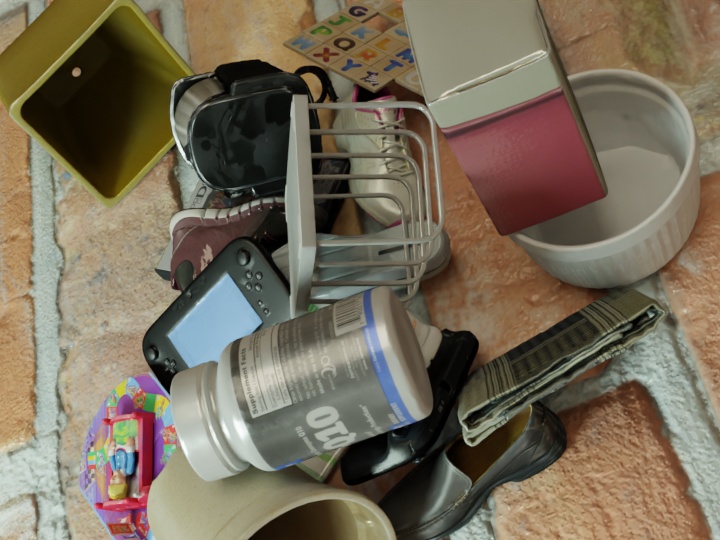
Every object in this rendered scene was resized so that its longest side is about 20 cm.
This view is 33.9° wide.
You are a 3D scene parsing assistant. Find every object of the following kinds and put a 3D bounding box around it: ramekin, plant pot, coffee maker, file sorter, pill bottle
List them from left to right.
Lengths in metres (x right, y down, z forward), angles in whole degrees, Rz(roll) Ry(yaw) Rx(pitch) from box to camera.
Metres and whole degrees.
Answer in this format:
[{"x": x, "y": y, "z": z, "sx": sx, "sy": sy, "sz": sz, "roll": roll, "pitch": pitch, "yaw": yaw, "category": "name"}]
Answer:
[{"x": -0.344, "y": -0.239, "z": 1.478, "sx": 0.196, "sy": 0.194, "sz": 0.200, "roll": -47, "pitch": 45, "yaw": -6, "category": "plant pot"}, {"x": -0.097, "y": 0.240, "z": 1.051, "sx": 0.201, "sy": 0.201, "sz": 0.183, "roll": -48, "pitch": 40, "yaw": -7, "category": "plant pot"}, {"x": -0.104, "y": -0.166, "z": 1.253, "sx": 0.191, "sy": 0.135, "sz": 0.200, "roll": -37, "pitch": 21, "yaw": -4, "category": "coffee maker"}, {"x": -0.049, "y": 0.098, "z": 0.975, "sx": 0.197, "sy": 0.114, "sz": 0.115, "roll": -21, "pitch": 53, "yaw": 10, "category": "pill bottle"}, {"x": -0.003, "y": -0.048, "z": 1.067, "sx": 0.122, "sy": 0.200, "sz": 0.141, "roll": -1, "pitch": 69, "yaw": -6, "category": "file sorter"}, {"x": 0.226, "y": -0.079, "z": 1.117, "sx": 0.197, "sy": 0.105, "sz": 0.203, "roll": -14, "pitch": 55, "yaw": 20, "category": "ramekin"}]

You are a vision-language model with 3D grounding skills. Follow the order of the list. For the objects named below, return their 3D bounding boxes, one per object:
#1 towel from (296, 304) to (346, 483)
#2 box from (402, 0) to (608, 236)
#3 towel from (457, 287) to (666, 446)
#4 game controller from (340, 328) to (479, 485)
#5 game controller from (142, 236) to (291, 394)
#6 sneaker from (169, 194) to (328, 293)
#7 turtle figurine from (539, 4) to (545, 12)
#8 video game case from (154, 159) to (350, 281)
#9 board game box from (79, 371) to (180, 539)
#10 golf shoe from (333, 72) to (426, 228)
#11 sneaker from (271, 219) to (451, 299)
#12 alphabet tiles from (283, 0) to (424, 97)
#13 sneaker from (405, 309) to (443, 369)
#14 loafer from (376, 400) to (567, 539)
[{"x": -0.051, "y": 0.116, "z": 1.197, "sx": 0.151, "sy": 0.023, "sz": 0.201, "roll": 25, "pitch": 75, "yaw": 36, "category": "towel"}, {"x": 0.127, "y": -0.146, "z": 1.014, "sx": 0.108, "sy": 0.200, "sz": 0.129, "roll": -21, "pitch": 52, "yaw": 14, "category": "box"}, {"x": 0.167, "y": 0.079, "z": 1.017, "sx": 0.191, "sy": 0.200, "sz": 0.035, "roll": -31, "pitch": 90, "yaw": 6, "category": "towel"}, {"x": 0.046, "y": 0.121, "z": 1.067, "sx": 0.104, "sy": 0.042, "sz": 0.200, "roll": -38, "pitch": 8, "yaw": 32, "category": "game controller"}, {"x": -0.145, "y": 0.058, "z": 1.207, "sx": 0.200, "sy": 0.042, "sz": 0.105, "roll": -44, "pitch": 69, "yaw": 29, "category": "game controller"}, {"x": -0.124, "y": -0.010, "z": 1.263, "sx": 0.198, "sy": 0.075, "sz": 0.117, "roll": -7, "pitch": 67, "yaw": 32, "category": "sneaker"}, {"x": 0.147, "y": -0.260, "z": 1.249, "sx": 0.099, "sy": 0.151, "sz": 0.202, "roll": -15, "pitch": 41, "yaw": 12, "category": "turtle figurine"}, {"x": -0.120, "y": -0.058, "z": 1.342, "sx": 0.198, "sy": 0.026, "sz": 0.183, "roll": 10, "pitch": 66, "yaw": 33, "category": "video game case"}, {"x": -0.236, "y": 0.199, "z": 1.198, "sx": 0.200, "sy": 0.039, "sz": 0.159, "roll": 42, "pitch": 106, "yaw": 38, "category": "board game box"}, {"x": 0.022, "y": -0.129, "z": 1.259, "sx": 0.074, "sy": 0.092, "sz": 0.201, "roll": -7, "pitch": 49, "yaw": -22, "category": "golf shoe"}, {"x": 0.000, "y": 0.000, "z": 1.208, "sx": 0.197, "sy": 0.071, "sz": 0.074, "roll": -8, "pitch": 68, "yaw": 15, "category": "sneaker"}, {"x": 0.041, "y": -0.244, "z": 1.312, "sx": 0.199, "sy": 0.008, "sz": 0.167, "roll": 30, "pitch": 46, "yaw": 25, "category": "alphabet tiles"}, {"x": -0.009, "y": 0.068, "z": 1.100, "sx": 0.199, "sy": 0.080, "sz": 0.074, "roll": -27, "pitch": 28, "yaw": 50, "category": "sneaker"}, {"x": 0.086, "y": 0.176, "z": 1.053, "sx": 0.199, "sy": 0.072, "sz": 0.073, "roll": -37, "pitch": 51, "yaw": 4, "category": "loafer"}]
